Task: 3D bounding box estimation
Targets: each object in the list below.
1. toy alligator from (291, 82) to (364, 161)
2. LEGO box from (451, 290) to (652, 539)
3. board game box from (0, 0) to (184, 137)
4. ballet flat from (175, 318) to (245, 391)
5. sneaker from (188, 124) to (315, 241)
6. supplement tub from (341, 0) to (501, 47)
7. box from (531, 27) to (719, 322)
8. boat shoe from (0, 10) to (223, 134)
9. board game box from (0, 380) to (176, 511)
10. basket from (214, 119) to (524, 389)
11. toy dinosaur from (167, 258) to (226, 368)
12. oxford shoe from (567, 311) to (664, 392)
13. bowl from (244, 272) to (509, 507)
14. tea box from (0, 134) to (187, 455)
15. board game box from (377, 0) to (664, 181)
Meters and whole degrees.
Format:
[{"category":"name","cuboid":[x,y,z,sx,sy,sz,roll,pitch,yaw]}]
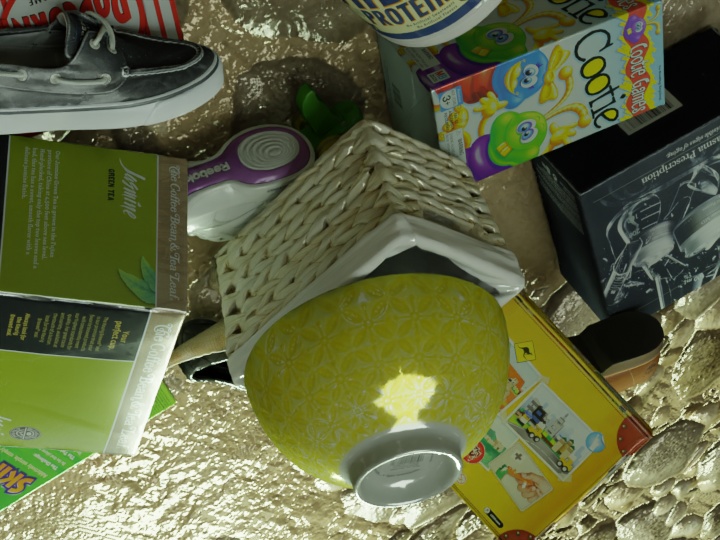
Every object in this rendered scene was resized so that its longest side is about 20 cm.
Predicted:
[{"category":"toy alligator","cuboid":[-0.014,-0.071,1.319,0.054,0.059,0.201,-21,132,-14]},{"category":"LEGO box","cuboid":[0.118,0.109,1.354,0.149,0.200,0.077,-43,174,7]},{"category":"board game box","cuboid":[-0.208,-0.197,1.117,0.151,0.046,0.201,-23,133,-13]},{"category":"ballet flat","cuboid":[-0.073,0.095,1.399,0.199,0.057,0.066,20,133,-29]},{"category":"sneaker","cuboid":[-0.130,-0.046,1.261,0.199,0.075,0.100,-12,149,-11]},{"category":"supplement tub","cuboid":[0.009,-0.260,1.126,0.145,0.145,0.200,-47,133,10]},{"category":"box","cuboid":[0.266,-0.077,1.446,0.199,0.104,0.183,-29,135,-6]},{"category":"boat shoe","cuboid":[-0.187,-0.139,1.098,0.199,0.072,0.068,-7,130,-16]},{"category":"board game box","cuboid":[-0.258,0.127,1.355,0.199,0.030,0.096,-33,134,-7]},{"category":"basket","cuboid":[0.000,0.000,1.230,0.135,0.124,0.200,20,132,-40]},{"category":"toy dinosaur","cuboid":[-0.085,0.036,1.327,0.199,0.058,0.102,-9,87,-36]},{"category":"oxford shoe","cuboid":[0.169,0.098,1.438,0.199,0.072,0.072,-12,137,-3]},{"category":"bowl","cuboid":[0.023,0.104,1.180,0.199,0.108,0.201,-11,146,-8]},{"category":"tea box","cuboid":[-0.232,0.020,1.144,0.195,0.134,0.200,8,144,-16]},{"category":"board game box","cuboid":[0.128,-0.161,1.300,0.199,0.103,0.105,-23,133,-12]}]
